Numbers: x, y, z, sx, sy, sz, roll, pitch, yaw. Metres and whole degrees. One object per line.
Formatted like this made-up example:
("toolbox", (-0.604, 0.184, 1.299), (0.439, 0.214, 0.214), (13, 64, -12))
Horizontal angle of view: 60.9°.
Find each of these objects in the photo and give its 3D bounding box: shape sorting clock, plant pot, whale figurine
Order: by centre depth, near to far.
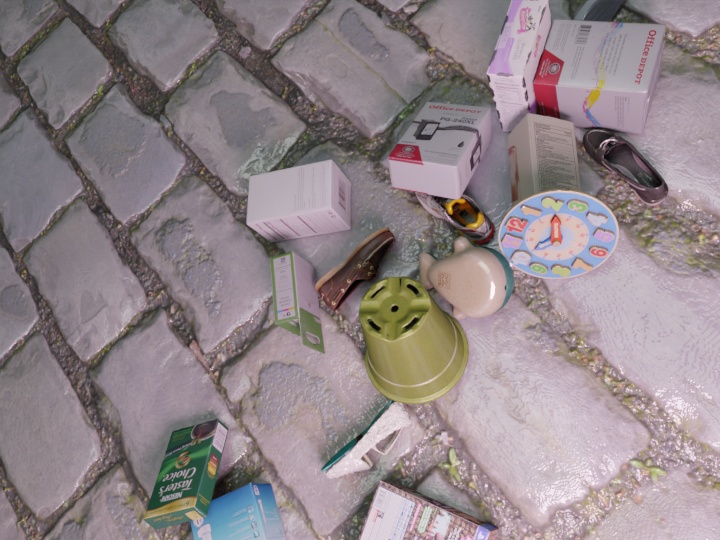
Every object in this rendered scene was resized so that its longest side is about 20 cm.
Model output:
("shape sorting clock", (0.340, -0.057, 1.059), (0.199, 0.200, 0.039), (-2, 41, 22))
("plant pot", (0.080, 0.107, 1.081), (0.200, 0.190, 0.200), (-9, 55, 13))
("whale figurine", (0.198, 0.012, 1.151), (0.200, 0.104, 0.160), (11, 108, 47))

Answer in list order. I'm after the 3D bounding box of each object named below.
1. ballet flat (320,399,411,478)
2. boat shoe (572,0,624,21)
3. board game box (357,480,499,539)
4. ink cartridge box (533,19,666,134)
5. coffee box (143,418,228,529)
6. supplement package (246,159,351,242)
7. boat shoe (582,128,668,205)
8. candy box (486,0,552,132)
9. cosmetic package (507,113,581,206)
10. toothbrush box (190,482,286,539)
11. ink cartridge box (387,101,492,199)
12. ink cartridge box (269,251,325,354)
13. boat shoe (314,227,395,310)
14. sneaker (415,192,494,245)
("ballet flat", (0.015, 0.323, 1.122), (0.200, 0.072, 0.072), (-45, 61, 2))
("boat shoe", (0.495, -0.556, 1.256), (0.200, 0.072, 0.062), (-46, 43, -7))
("board game box", (0.104, 0.464, 1.012), (0.200, 0.097, 0.160), (17, 78, 27))
("ink cartridge box", (0.449, -0.363, 1.149), (0.200, 0.145, 0.146), (15, 77, 27))
("coffee box", (-0.337, 0.394, 1.199), (0.123, 0.044, 0.200), (-18, 36, 18))
("supplement package", (-0.131, -0.146, 1.325), (0.199, 0.117, 0.117), (-7, 69, 19))
("boat shoe", (0.487, -0.204, 1.125), (0.067, 0.057, 0.200), (-38, 62, 6))
("candy box", (0.316, -0.389, 1.183), (0.071, 0.200, 0.168), (15, 77, 26))
("cosmetic package", (0.341, -0.177, 1.138), (0.103, 0.087, 0.201), (8, 69, -14))
("toothbrush box", (-0.217, 0.518, 1.132), (0.146, 0.085, 0.200), (-28, 62, 10))
("ink cartridge box", (0.162, -0.245, 1.217), (0.145, 0.083, 0.200), (13, 52, 25))
("ink cartridge box", (-0.130, 0.073, 1.251), (0.059, 0.104, 0.200), (-16, 66, 17))
("boat shoe", (0.000, 0.000, 1.247), (0.200, 0.070, 0.070), (-43, 65, 10))
("sneaker", (0.182, -0.136, 1.211), (0.200, 0.082, 0.078), (40, 89, 30))
